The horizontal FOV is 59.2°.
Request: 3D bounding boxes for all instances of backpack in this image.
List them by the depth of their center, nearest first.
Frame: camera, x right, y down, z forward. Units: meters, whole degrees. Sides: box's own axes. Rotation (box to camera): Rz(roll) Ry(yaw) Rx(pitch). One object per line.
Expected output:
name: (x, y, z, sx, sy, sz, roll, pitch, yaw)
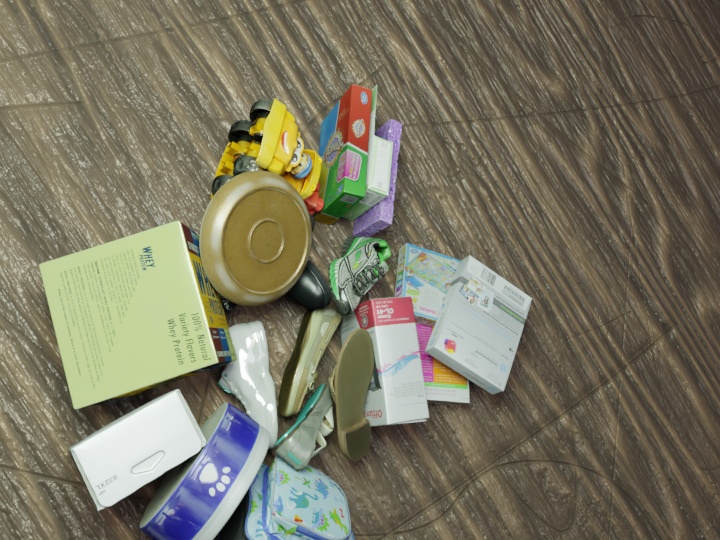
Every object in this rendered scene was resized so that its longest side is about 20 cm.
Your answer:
backpack: (-0.093, 0.382, 0.920, 0.199, 0.184, 0.147, 37, 103, -18)

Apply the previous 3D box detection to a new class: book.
book: (0.135, 0.142, 1.185, 0.131, 0.048, 0.204, 10, 71, -23)

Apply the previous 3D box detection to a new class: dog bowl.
dog bowl: (-0.215, 0.289, 0.883, 0.078, 0.200, 0.202, 37, 64, -10)

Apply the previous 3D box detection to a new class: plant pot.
plant pot: (-0.145, -0.045, 0.941, 0.198, 0.027, 0.205, -9, 104, -42)

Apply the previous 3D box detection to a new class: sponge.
sponge: (0.032, -0.168, 1.176, 0.029, 0.111, 0.204, 15, 71, -22)

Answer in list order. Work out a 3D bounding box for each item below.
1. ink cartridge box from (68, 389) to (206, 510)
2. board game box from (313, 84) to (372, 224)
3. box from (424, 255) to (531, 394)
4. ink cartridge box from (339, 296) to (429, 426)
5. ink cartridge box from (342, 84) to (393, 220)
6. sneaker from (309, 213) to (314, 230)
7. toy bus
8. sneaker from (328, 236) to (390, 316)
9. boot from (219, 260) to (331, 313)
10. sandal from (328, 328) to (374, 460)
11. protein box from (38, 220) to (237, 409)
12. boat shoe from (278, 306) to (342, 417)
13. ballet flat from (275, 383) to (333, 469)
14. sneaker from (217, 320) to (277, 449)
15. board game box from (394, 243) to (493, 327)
ink cartridge box: (-0.305, 0.236, 0.851, 0.144, 0.199, 0.085, -28, 89, -29)
board game box: (-0.034, -0.202, 1.130, 0.040, 0.153, 0.204, 11, 71, -22)
box: (0.220, 0.097, 1.156, 0.154, 0.041, 0.202, 32, 60, -11)
ink cartridge box: (0.035, 0.158, 1.072, 0.084, 0.147, 0.204, 0, 75, -26)
ink cartridge box: (0.008, -0.211, 1.156, 0.047, 0.145, 0.204, 15, 70, -23)
sneaker: (-0.148, -0.077, 0.999, 0.198, 0.092, 0.076, -15, 44, -43)
toy bus: (-0.131, -0.163, 1.052, 0.190, 0.199, 0.138, 26, 64, -26)
sneaker: (0.000, 0.000, 1.083, 0.201, 0.084, 0.079, -68, 147, -50)
boot: (-0.164, 0.017, 1.030, 0.161, 0.074, 0.199, -31, 70, -35)
sandal: (-0.027, 0.192, 1.013, 0.077, 0.069, 0.216, -11, 105, -39)
protein box: (-0.305, 0.064, 0.894, 0.196, 0.135, 0.202, -17, 84, -2)
boat shoe: (-0.083, 0.151, 1.060, 0.062, 0.073, 0.204, 25, 59, -17)
ballet flat: (-0.075, 0.246, 0.993, 0.064, 0.068, 0.200, 43, 20, 1)
sneaker: (-0.182, 0.187, 1.010, 0.087, 0.075, 0.204, -9, 75, -15)
board game box: (0.160, 0.042, 1.192, 0.197, 0.034, 0.137, 17, 64, -19)
